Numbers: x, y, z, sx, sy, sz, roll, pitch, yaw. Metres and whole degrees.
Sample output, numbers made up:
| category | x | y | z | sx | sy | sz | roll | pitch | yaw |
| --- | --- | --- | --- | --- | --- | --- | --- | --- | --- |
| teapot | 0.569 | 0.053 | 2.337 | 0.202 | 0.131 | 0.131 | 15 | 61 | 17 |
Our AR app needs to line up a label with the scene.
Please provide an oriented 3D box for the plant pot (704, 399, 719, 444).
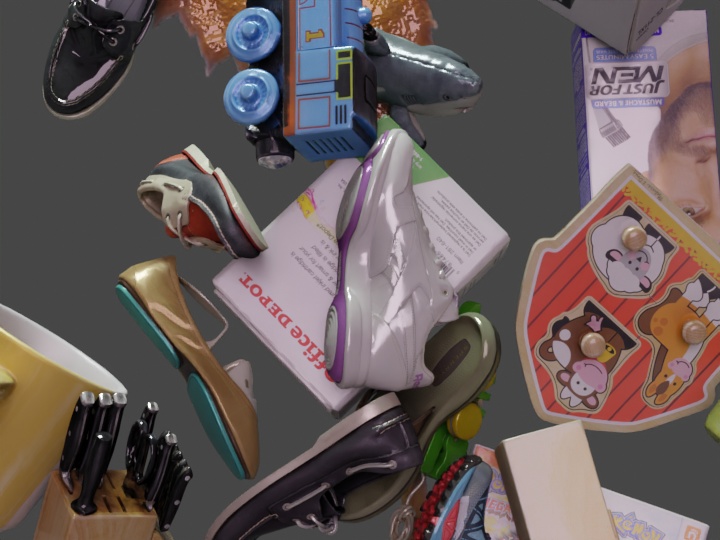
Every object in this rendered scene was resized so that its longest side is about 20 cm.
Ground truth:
| category | x | y | z | sx | sy | sz | roll | pitch | yaw |
| --- | --- | --- | --- | --- | --- | --- | --- | --- | --- |
| plant pot | 0.373 | 0.102 | 1.121 | 0.200 | 0.200 | 0.184 | 45 | 94 | 8 |

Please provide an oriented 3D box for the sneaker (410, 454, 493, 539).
| category | x | y | z | sx | sy | sz | roll | pitch | yaw |
| --- | --- | --- | --- | --- | --- | --- | --- | --- | --- |
| sneaker | 0.078 | 0.242 | 1.102 | 0.095 | 0.079 | 0.202 | 16 | 86 | -5 |

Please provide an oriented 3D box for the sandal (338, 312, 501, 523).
| category | x | y | z | sx | sy | sz | roll | pitch | yaw |
| --- | --- | --- | --- | --- | --- | --- | --- | --- | --- |
| sandal | 0.028 | 0.109 | 1.142 | 0.202 | 0.057 | 0.080 | -53 | 49 | 14 |

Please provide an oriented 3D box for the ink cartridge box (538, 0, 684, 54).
| category | x | y | z | sx | sy | sz | roll | pitch | yaw |
| --- | --- | --- | --- | --- | --- | --- | --- | --- | --- |
| ink cartridge box | 0.188 | -0.294 | 1.206 | 0.199 | 0.083 | 0.146 | 36 | 65 | 20 |

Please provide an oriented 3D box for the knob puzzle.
| category | x | y | z | sx | sy | sz | roll | pitch | yaw |
| --- | --- | --- | --- | --- | --- | --- | --- | --- | --- |
| knob puzzle | 0.212 | 0.047 | 1.165 | 0.217 | 0.030 | 0.222 | 0 | 102 | -1 |

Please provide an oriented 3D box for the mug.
| category | x | y | z | sx | sy | sz | roll | pitch | yaw |
| --- | --- | --- | --- | --- | --- | --- | --- | --- | --- |
| mug | -0.293 | 0.114 | 1.118 | 0.149 | 0.186 | 0.154 | 32 | 88 | 34 |

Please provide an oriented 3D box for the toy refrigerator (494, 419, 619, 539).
| category | x | y | z | sx | sy | sz | roll | pitch | yaw |
| --- | --- | --- | --- | --- | --- | --- | --- | --- | --- |
| toy refrigerator | 0.163 | 0.220 | 1.095 | 0.069 | 0.076 | 0.202 | -14 | 77 | -3 |

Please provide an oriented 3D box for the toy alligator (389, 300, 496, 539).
| category | x | y | z | sx | sy | sz | roll | pitch | yaw |
| --- | --- | --- | --- | --- | --- | --- | --- | --- | --- |
| toy alligator | 0.073 | 0.126 | 1.175 | 0.054 | 0.059 | 0.202 | 21 | 84 | -41 |

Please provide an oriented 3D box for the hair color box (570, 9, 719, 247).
| category | x | y | z | sx | sy | sz | roll | pitch | yaw |
| --- | --- | --- | --- | --- | --- | --- | --- | --- | --- |
| hair color box | 0.237 | -0.113 | 1.215 | 0.108 | 0.065 | 0.202 | -2 | 80 | -1 |

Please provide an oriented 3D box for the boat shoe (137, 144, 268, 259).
| category | x | y | z | sx | sy | sz | roll | pitch | yaw |
| --- | --- | --- | --- | --- | --- | --- | --- | --- | --- |
| boat shoe | -0.127 | -0.047 | 1.146 | 0.062 | 0.200 | 0.072 | -31 | 117 | -9 |

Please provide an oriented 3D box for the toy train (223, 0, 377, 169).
| category | x | y | z | sx | sy | sz | roll | pitch | yaw |
| --- | --- | --- | --- | --- | --- | --- | --- | --- | --- |
| toy train | -0.044 | -0.180 | 1.153 | 0.113 | 0.087 | 0.202 | -4 | 75 | 14 |

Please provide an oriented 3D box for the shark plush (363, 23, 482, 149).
| category | x | y | z | sx | sy | sz | roll | pitch | yaw |
| --- | --- | --- | --- | --- | --- | --- | --- | --- | --- |
| shark plush | 0.015 | -0.192 | 1.219 | 0.200 | 0.083 | 0.091 | 41 | 83 | 8 |

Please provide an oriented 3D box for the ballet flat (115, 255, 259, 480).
| category | x | y | z | sx | sy | sz | roll | pitch | yaw |
| --- | --- | --- | --- | --- | --- | --- | --- | --- | --- |
| ballet flat | -0.123 | 0.072 | 1.178 | 0.063 | 0.069 | 0.201 | -31 | 81 | -20 |

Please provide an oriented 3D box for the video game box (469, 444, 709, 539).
| category | x | y | z | sx | sy | sz | roll | pitch | yaw |
| --- | --- | --- | --- | --- | --- | --- | --- | --- | --- |
| video game box | 0.155 | 0.256 | 1.149 | 0.198 | 0.047 | 0.184 | 18 | 77 | 4 |

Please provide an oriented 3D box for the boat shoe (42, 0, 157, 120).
| category | x | y | z | sx | sy | sz | roll | pitch | yaw |
| --- | --- | --- | --- | --- | --- | --- | --- | --- | --- |
| boat shoe | -0.211 | -0.223 | 1.235 | 0.074 | 0.066 | 0.200 | 34 | 80 | 6 |

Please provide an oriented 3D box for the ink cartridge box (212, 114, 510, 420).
| category | x | y | z | sx | sy | sz | roll | pitch | yaw |
| --- | --- | --- | --- | --- | --- | --- | --- | --- | --- |
| ink cartridge box | 0.000 | 0.000 | 1.180 | 0.200 | 0.084 | 0.145 | -44 | 82 | -8 |

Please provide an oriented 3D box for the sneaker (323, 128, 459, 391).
| category | x | y | z | sx | sy | sz | roll | pitch | yaw |
| --- | --- | --- | --- | --- | --- | --- | --- | --- | --- |
| sneaker | 0.029 | -0.005 | 1.112 | 0.099 | 0.075 | 0.202 | 9 | 83 | -13 |

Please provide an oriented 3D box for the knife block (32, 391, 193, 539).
| category | x | y | z | sx | sy | sz | roll | pitch | yaw |
| --- | --- | --- | --- | --- | --- | --- | --- | --- | --- |
| knife block | -0.212 | 0.193 | 1.100 | 0.199 | 0.176 | 0.064 | -35 | 37 | -6 |

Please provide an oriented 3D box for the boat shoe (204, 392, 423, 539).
| category | x | y | z | sx | sy | sz | roll | pitch | yaw |
| --- | --- | --- | --- | --- | --- | --- | --- | --- | --- |
| boat shoe | -0.036 | 0.172 | 1.105 | 0.200 | 0.073 | 0.063 | -39 | 79 | 20 |
